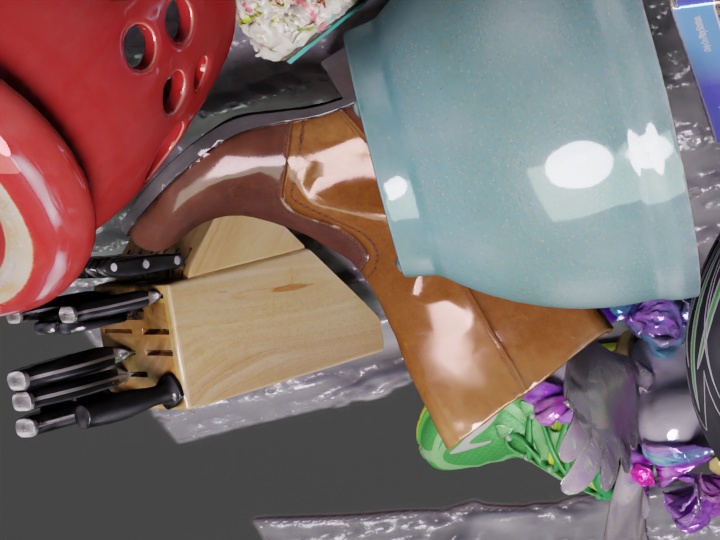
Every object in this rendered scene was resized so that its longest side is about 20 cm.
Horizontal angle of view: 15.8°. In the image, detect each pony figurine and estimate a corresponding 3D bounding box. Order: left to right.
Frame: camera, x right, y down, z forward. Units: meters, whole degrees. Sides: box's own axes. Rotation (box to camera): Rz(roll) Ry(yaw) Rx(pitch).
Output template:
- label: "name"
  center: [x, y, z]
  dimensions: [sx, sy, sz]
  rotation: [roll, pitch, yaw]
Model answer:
- label: "pony figurine"
  center: [0.165, 0.080, 1.388]
  dimensions: [0.200, 0.193, 0.167]
  rotation: [-7, 129, 6]

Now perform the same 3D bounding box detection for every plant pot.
- label: "plant pot"
  center: [-0.178, -0.091, 1.224]
  dimensions: [0.200, 0.183, 0.201]
  rotation: [13, 140, 11]
- label: "plant pot"
  center: [0.068, -0.068, 1.203]
  dimensions: [0.134, 0.200, 0.200]
  rotation: [-15, 137, 3]

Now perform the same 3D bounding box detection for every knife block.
- label: "knife block"
  center: [-0.094, 0.047, 1.399]
  dimensions: [0.064, 0.176, 0.200]
  rotation: [0, 146, 45]

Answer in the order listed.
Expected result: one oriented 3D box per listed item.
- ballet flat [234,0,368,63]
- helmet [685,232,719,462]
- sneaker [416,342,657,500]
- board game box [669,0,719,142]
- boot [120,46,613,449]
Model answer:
- label: "ballet flat"
  center: [0.005, -0.166, 1.224]
  dimensions: [0.200, 0.076, 0.064]
  rotation: [-35, 105, 34]
- label: "helmet"
  center: [0.254, 0.027, 1.248]
  dimensions: [0.190, 0.200, 0.200]
  rotation: [12, 140, -9]
- label: "sneaker"
  center: [0.123, 0.088, 1.491]
  dimensions: [0.200, 0.084, 0.074]
  rotation: [-10, 137, 21]
- label: "board game box"
  center: [0.245, -0.138, 1.158]
  dimensions: [0.200, 0.097, 0.159]
  rotation: [-5, 160, 14]
- label: "boot"
  center: [0.000, 0.000, 1.319]
  dimensions: [0.188, 0.068, 0.200]
  rotation: [-31, 92, 1]
